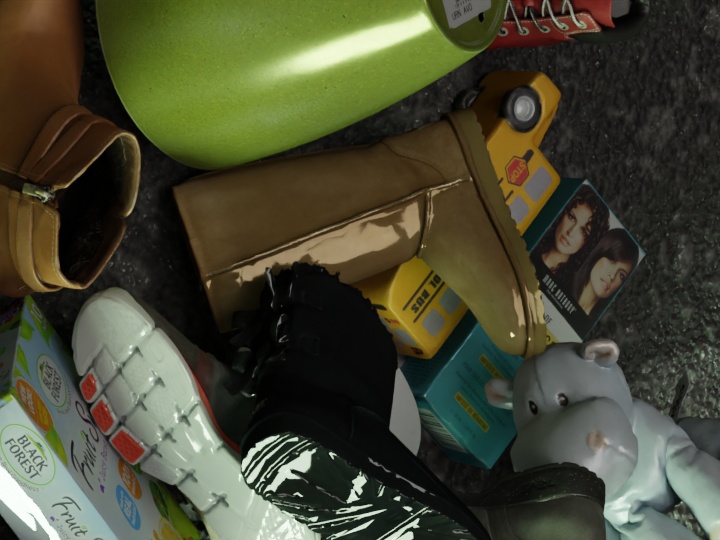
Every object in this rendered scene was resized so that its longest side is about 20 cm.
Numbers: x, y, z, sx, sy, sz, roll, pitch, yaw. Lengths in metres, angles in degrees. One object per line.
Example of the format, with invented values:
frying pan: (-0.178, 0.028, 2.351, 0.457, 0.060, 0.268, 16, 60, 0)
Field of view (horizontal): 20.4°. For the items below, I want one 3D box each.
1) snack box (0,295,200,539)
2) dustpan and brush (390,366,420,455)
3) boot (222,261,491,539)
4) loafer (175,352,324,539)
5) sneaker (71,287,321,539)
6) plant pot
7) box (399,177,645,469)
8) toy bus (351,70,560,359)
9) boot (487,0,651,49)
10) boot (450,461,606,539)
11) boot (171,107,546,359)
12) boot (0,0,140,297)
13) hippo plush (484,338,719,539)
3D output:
snack box: (-0.163, 0.129, 1.171, 0.053, 0.142, 0.201, -30, 112, 6)
dustpan and brush: (0.011, 0.115, 1.319, 0.200, 0.057, 0.140, 38, 39, -25)
boot: (0.004, 0.096, 1.176, 0.198, 0.163, 0.073, 38, 117, -23)
loafer: (-0.071, 0.129, 1.264, 0.201, 0.068, 0.076, 66, 26, -26)
sneaker: (-0.091, 0.087, 1.187, 0.200, 0.077, 0.082, 52, 31, -8)
plant pot: (-0.020, -0.161, 1.177, 0.187, 0.199, 0.189, 8, 80, -53)
box: (0.111, 0.035, 1.397, 0.082, 0.049, 0.200, 47, 69, -26)
toy bus: (0.069, -0.043, 1.355, 0.078, 0.065, 0.200, 47, 70, -26)
boot: (0.087, -0.176, 1.311, 0.199, 0.144, 0.073, -4, 98, -31)
boot: (0.062, 0.198, 1.198, 0.068, 0.199, 0.131, 43, 37, -42)
boot: (0.000, 0.000, 1.261, 0.199, 0.066, 0.176, -18, 75, -9)
boot: (-0.175, -0.083, 1.140, 0.076, 0.155, 0.201, 21, 82, -32)
hippo plush: (0.178, 0.108, 1.296, 0.161, 0.158, 0.201, 47, 35, -37)
